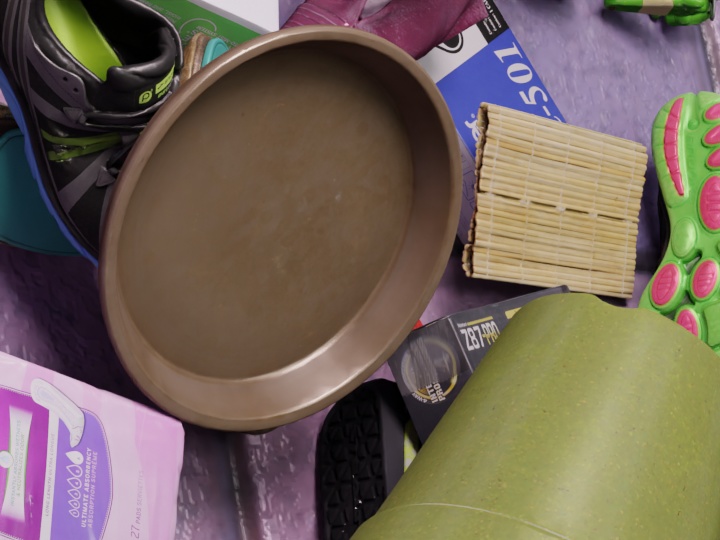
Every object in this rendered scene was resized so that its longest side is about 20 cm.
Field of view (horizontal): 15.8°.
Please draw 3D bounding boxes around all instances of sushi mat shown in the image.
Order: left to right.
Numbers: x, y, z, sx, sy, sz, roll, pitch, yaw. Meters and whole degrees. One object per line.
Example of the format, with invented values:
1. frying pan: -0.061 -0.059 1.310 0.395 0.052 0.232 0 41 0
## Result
1. sushi mat: 0.114 -0.037 1.494 0.200 0.012 0.096 8 90 -57

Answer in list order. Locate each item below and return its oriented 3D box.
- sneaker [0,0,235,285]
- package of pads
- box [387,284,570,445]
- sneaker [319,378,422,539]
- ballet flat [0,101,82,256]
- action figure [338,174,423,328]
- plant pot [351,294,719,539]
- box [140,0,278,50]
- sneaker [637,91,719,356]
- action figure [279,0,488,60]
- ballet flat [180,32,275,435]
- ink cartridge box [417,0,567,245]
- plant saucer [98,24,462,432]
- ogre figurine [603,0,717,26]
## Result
1. sneaker: -0.113 -0.072 1.191 0.071 0.082 0.200 -44 118 -35
2. package of pads: -0.171 0.097 1.154 0.199 0.075 0.121 24 52 -36
3. box: 0.094 0.095 1.395 0.200 0.049 0.162 -13 81 -67
4. sneaker: 0.026 0.148 1.329 0.083 0.072 0.201 28 53 -35
5. ballet flat: -0.192 -0.059 1.224 0.199 0.070 0.071 15 61 -42
6. action figure: 0.000 0.000 1.344 0.052 0.065 0.200 62 5 26
7. plant pot: 0.093 0.120 1.204 0.200 0.200 0.191 42 57 -22
8. box: -0.146 -0.206 1.315 0.199 0.096 0.178 23 54 -37
9. sneaker: 0.213 -0.007 1.584 0.084 0.076 0.201 37 58 -64
10. action figure: -0.008 -0.114 1.366 0.134 0.149 0.200 42 78 -10
11. ballet flat: -0.083 -0.014 1.295 0.068 0.072 0.201 -18 95 -69
12. ink cartridge box: 0.045 -0.125 1.501 0.094 0.044 0.201 -39 100 -46
13. plant saucer: -0.039 -0.021 1.210 0.199 0.029 0.201 -16 120 -30
14. ogre figurine: 0.159 -0.228 1.636 0.199 0.098 0.121 6 84 -27
